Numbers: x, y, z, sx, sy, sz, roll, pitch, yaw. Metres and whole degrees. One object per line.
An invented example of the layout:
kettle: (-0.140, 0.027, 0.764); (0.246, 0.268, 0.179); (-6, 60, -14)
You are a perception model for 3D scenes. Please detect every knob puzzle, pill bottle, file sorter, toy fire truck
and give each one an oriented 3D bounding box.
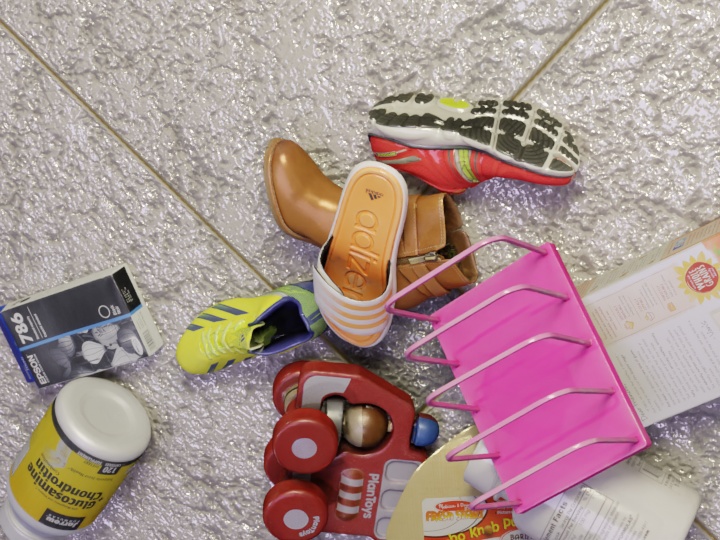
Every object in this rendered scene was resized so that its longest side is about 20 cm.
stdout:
knob puzzle: (0.123, 0.252, 1.296); (0.218, 0.030, 0.221); (-1, 79, 5)
pill bottle: (-0.320, 0.219, 1.452); (0.112, 0.112, 0.200); (39, 120, 3)
pill bottle: (0.202, 0.207, 1.224); (0.199, 0.114, 0.115); (29, 119, 14)
file sorter: (0.126, 0.089, 1.130); (0.139, 0.125, 0.201); (-33, 68, 25)
toy fire truck: (-0.010, 0.184, 1.329); (0.167, 0.112, 0.201); (6, 116, -7)

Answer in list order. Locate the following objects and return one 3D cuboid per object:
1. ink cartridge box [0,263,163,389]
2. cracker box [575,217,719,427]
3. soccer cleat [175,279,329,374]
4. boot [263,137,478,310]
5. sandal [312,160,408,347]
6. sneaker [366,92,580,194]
ink cartridge box: (-0.317, 0.067, 1.431); (0.199, 0.039, 0.100); (-18, 105, 28)
cracker box: (0.276, 0.052, 1.175); (0.199, 0.058, 0.134); (-27, 98, 28)
soccer cleat: (-0.115, 0.062, 1.320); (0.199, 0.084, 0.065); (-21, 103, 28)
boot: (0.009, -0.049, 1.215); (0.155, 0.077, 0.201); (-13, 112, 37)
sandal: (-0.008, -0.003, 1.180); (0.079, 0.059, 0.208); (18, 131, 12)
sneaker: (0.102, -0.104, 1.184); (0.199, 0.077, 0.085); (14, 135, 21)
